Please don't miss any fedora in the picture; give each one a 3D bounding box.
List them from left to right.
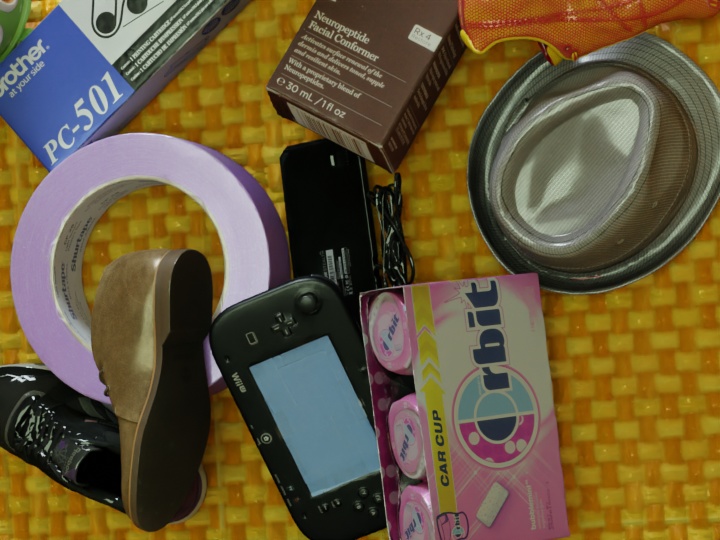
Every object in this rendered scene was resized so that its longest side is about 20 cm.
[{"bbox_3d":[0.162,-0.079,1.601,0.200,0.090,0.177,-42,81,8],"label":"fedora"}]

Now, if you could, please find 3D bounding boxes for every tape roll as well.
[{"bbox_3d":[-0.155,0.001,1.685,0.199,0.066,0.201,0,89,13],"label":"tape roll"}]

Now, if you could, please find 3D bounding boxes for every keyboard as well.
[{"bbox_3d":[0.000,0.000,1.673,0.104,0.040,0.201,-9,88,36],"label":"keyboard"}]

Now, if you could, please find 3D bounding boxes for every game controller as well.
[{"bbox_3d":[-0.029,0.102,1.632,0.104,0.042,0.201,-25,106,1],"label":"game controller"}]

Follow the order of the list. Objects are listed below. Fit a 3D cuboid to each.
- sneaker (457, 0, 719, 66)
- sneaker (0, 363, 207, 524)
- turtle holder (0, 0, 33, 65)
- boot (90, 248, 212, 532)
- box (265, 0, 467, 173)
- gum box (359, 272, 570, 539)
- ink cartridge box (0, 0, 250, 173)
[{"bbox_3d":[0.160,-0.185,1.599,0.199,0.073,0.077,-2,115,-14],"label":"sneaker"},{"bbox_3d":[-0.211,0.124,1.682,0.199,0.088,0.076,24,94,12],"label":"sneaker"},{"bbox_3d":[-0.345,-0.202,1.697,0.185,0.132,0.142,-1,89,12],"label":"turtle holder"},{"bbox_3d":[-0.154,0.084,1.625,0.075,0.074,0.201,2,85,31],"label":"boot"},{"bbox_3d":[0.027,-0.182,1.625,0.100,0.075,0.200,27,81,14],"label":"box"},{"bbox_3d":[0.074,0.107,1.601,0.113,0.066,0.201,-5,86,-31],"label":"gum box"},{"bbox_3d":[-0.184,-0.171,1.705,0.200,0.044,0.094,-44,79,8],"label":"ink cartridge box"}]
